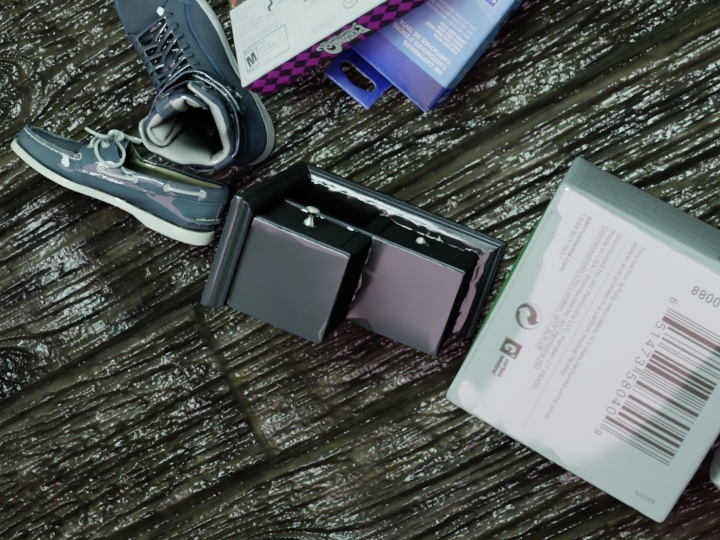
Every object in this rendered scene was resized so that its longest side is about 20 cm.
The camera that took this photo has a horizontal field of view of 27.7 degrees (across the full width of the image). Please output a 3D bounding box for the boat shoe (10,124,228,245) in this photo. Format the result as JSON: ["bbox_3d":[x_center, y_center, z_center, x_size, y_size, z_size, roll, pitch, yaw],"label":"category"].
[{"bbox_3d":[-0.211,-0.089,1.289,0.198,0.075,0.062,26,108,6],"label":"boat shoe"}]

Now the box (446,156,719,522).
[{"bbox_3d":[0.206,0.047,1.164,0.199,0.171,0.201,29,106,7],"label":"box"}]

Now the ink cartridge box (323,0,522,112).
[{"bbox_3d":[0.052,-0.227,1.197,0.136,0.076,0.201,40,109,3],"label":"ink cartridge box"}]

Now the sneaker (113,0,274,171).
[{"bbox_3d":[-0.158,-0.171,1.223,0.077,0.146,0.203,-37,90,19],"label":"sneaker"}]

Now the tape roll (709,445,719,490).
[{"bbox_3d":[0.366,0.120,1.125,0.202,0.202,0.071,-42,89,18],"label":"tape roll"}]

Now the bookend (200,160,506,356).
[{"bbox_3d":[0.000,0.000,1.191,0.197,0.200,0.093,22,106,9],"label":"bookend"}]

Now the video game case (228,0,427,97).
[{"bbox_3d":[-0.026,-0.261,1.161,0.199,0.036,0.183,-26,63,32],"label":"video game case"}]
